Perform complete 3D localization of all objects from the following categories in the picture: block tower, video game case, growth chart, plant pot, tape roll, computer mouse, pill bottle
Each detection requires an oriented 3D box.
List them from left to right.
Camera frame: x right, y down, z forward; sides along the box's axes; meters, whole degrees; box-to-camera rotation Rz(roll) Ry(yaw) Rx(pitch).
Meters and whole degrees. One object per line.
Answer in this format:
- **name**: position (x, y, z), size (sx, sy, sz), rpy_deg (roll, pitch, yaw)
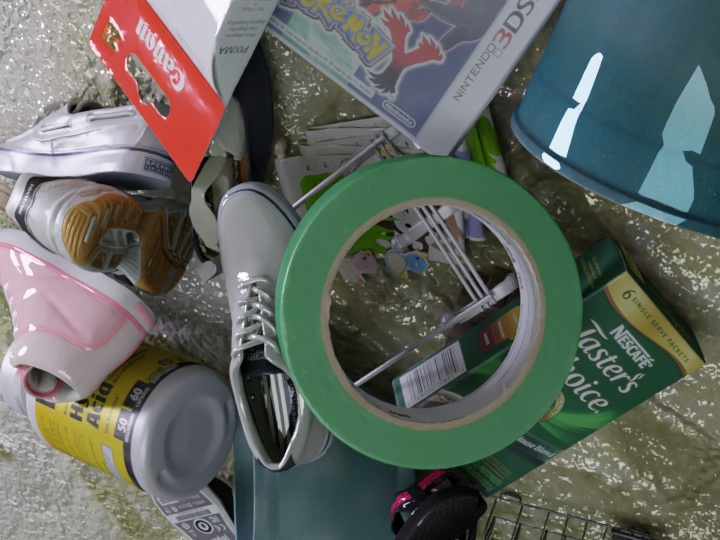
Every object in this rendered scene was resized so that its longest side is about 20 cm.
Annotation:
- **pill bottle**: position (-0.208, 0.110, 1.128), size (0.198, 0.111, 0.112), rpy_deg (16, 129, 36)
- **computer mouse**: position (-0.115, 0.242, 1.247), size (0.109, 0.044, 0.201), rpy_deg (-17, 120, 35)
- **plant pot**: position (-0.030, 0.164, 1.081), size (0.132, 0.201, 0.202), rpy_deg (1, 126, -9)
- **growth chart**: position (0.025, -0.057, 1.005), size (0.198, 0.018, 0.146), rpy_deg (-10, 117, 29)
- **video game case**: position (0.022, -0.193, 0.857), size (0.199, 0.023, 0.183), rpy_deg (37, 126, 2)
- **tape roll**: position (0.044, 0.026, 0.881), size (0.198, 0.048, 0.203), rpy_deg (-1, 96, -9)
- **block tower**: position (0.084, 0.092, 1.058), size (0.053, 0.058, 0.202), rpy_deg (19, 125, 8)
- **plant pot**: position (0.208, -0.142, 0.777), size (0.198, 0.200, 0.190), rpy_deg (20, 113, 8)

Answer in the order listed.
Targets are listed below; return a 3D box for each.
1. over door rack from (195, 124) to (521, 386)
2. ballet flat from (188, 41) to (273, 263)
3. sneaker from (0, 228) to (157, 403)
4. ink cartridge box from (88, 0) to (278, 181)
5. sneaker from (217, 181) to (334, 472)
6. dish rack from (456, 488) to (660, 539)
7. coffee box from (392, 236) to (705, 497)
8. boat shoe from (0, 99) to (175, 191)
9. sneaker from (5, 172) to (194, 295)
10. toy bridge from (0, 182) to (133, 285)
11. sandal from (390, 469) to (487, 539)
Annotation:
- **over door rack**: position (0.000, 0.000, 0.972), size (0.199, 0.067, 0.149), rpy_deg (-35, 89, 20)
- **ballet flat**: position (-0.103, -0.085, 1.003), size (0.072, 0.073, 0.202), rpy_deg (13, 126, 13)
- **sneaker**: position (-0.259, 0.039, 1.081), size (0.199, 0.105, 0.076), rpy_deg (23, 160, 38)
- **ink cartridge box**: position (-0.131, -0.185, 0.903), size (0.163, 0.057, 0.201), rpy_deg (52, 124, 27)
- **sneaker**: position (-0.059, 0.040, 0.925), size (0.072, 0.071, 0.203), rpy_deg (-12, 96, 19)
- **dish rack**: position (0.161, 0.267, 1.143), size (0.198, 0.055, 0.155), rpy_deg (12, 127, 16)
- **coffee box**: position (0.135, 0.074, 0.979), size (0.199, 0.044, 0.123), rpy_deg (-34, 125, 17)
- **boat shoe**: position (-0.213, -0.098, 1.043), size (0.198, 0.073, 0.066), rpy_deg (3, 81, 36)
- **sneaker**: position (-0.191, -0.037, 1.021), size (0.087, 0.200, 0.076), rpy_deg (24, 86, 19)
- **toy bridge**: position (-0.268, -0.047, 1.089), size (0.198, 0.067, 0.027), rpy_deg (29, 85, -4)
- **sandal**: position (0.052, 0.179, 1.008), size (0.075, 0.200, 0.045), rpy_deg (-39, 75, 2)
